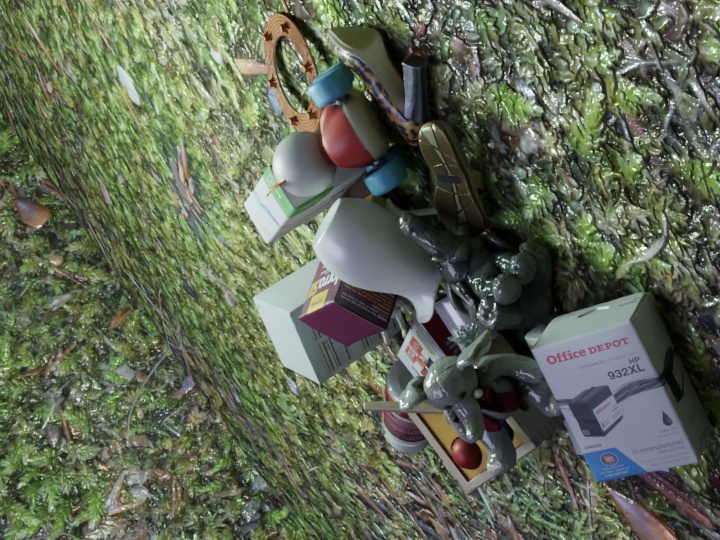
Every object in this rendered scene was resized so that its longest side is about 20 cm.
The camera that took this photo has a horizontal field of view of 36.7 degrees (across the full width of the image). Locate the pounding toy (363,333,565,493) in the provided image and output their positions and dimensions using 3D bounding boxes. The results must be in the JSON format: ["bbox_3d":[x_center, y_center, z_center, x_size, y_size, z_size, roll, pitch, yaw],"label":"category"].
[{"bbox_3d":[0.148,0.206,1.579,0.201,0.142,0.184,52,129,8],"label":"pounding toy"}]

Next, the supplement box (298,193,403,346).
[{"bbox_3d":[0.000,0.000,1.709,0.103,0.201,0.131,29,153,-20],"label":"supplement box"}]

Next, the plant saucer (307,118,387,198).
[{"bbox_3d":[-0.017,-0.166,1.791,0.200,0.034,0.201,45,153,30],"label":"plant saucer"}]

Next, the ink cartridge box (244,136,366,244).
[{"bbox_3d":[-0.093,-0.134,1.756,0.084,0.144,0.200,57,158,2],"label":"ink cartridge box"}]

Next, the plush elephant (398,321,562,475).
[{"bbox_3d":[0.147,0.161,1.415,0.165,0.154,0.201,-45,70,32],"label":"plush elephant"}]

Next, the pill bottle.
[{"bbox_3d":[0.095,0.249,1.986,0.110,0.109,0.201,46,154,26],"label":"pill bottle"}]

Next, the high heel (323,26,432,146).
[{"bbox_3d":[0.020,-0.262,1.547,0.199,0.071,0.143,33,144,35],"label":"high heel"}]

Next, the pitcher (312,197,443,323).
[{"bbox_3d":[0.047,-0.043,1.582,0.199,0.173,0.121,29,180,-10],"label":"pitcher"}]

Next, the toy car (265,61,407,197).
[{"bbox_3d":[-0.060,-0.174,1.599,0.185,0.199,0.177,57,-170,-13],"label":"toy car"}]

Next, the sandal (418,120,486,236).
[{"bbox_3d":[0.136,-0.128,1.497,0.080,0.054,0.201,14,138,40],"label":"sandal"}]

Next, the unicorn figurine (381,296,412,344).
[{"bbox_3d":[0.050,0.050,1.808,0.200,0.073,0.138,-124,14,-50],"label":"unicorn figurine"}]

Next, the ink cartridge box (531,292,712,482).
[{"bbox_3d":[0.325,0.147,1.353,0.144,0.084,0.201,-20,103,37],"label":"ink cartridge box"}]

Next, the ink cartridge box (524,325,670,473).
[{"bbox_3d":[0.332,0.172,1.496,0.197,0.047,0.201,-2,119,63],"label":"ink cartridge box"}]

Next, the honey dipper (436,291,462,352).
[{"bbox_3d":[0.131,0.062,1.719,0.201,0.038,0.038,64,160,18],"label":"honey dipper"}]

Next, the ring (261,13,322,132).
[{"bbox_3d":[-0.116,-0.318,1.776,0.201,0.019,0.202,49,150,42],"label":"ring"}]

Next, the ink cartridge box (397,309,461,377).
[{"bbox_3d":[0.163,0.165,1.769,0.200,0.084,0.176,52,159,14],"label":"ink cartridge box"}]

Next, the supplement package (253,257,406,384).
[{"bbox_3d":[-0.055,0.075,1.955,0.151,0.199,0.152,17,134,58],"label":"supplement package"}]

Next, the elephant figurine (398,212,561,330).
[{"bbox_3d":[0.165,-0.001,1.511,0.199,0.141,0.157,25,126,43],"label":"elephant figurine"}]

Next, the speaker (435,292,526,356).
[{"bbox_3d":[0.195,0.113,1.652,0.201,0.081,0.081,58,157,2],"label":"speaker"}]
